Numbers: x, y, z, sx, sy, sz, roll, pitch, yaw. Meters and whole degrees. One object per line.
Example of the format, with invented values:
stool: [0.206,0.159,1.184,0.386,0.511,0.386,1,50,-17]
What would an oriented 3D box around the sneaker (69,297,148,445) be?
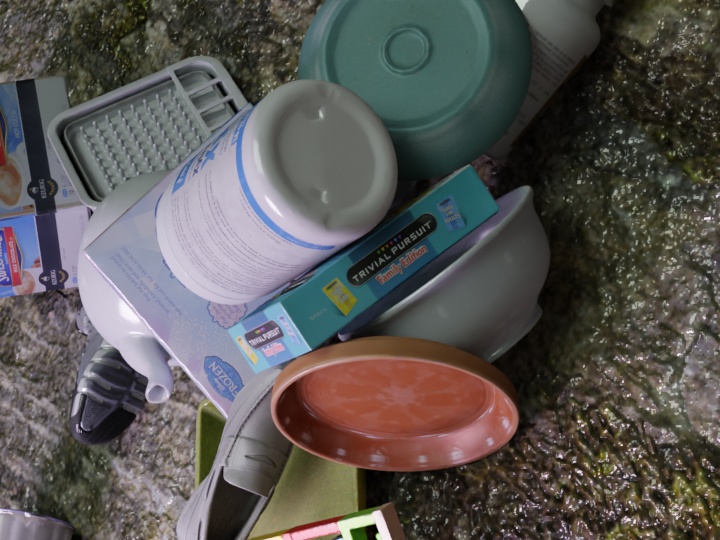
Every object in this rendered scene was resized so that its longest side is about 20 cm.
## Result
sneaker: [-0.263,0.084,1.754,0.115,0.075,0.202,0,61,49]

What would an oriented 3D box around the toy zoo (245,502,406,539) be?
toy zoo: [-0.033,0.276,1.419,0.199,0.020,0.133,-19,92,35]

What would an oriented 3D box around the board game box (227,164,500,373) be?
board game box: [0.000,0.000,1.382,0.199,0.047,0.151,-36,3,-22]

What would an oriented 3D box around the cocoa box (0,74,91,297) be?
cocoa box: [-0.366,-0.091,1.849,0.134,0.130,0.201,96,162,-51]

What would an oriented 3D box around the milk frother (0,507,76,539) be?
milk frother: [-0.402,0.329,1.672,0.179,0.199,0.190,-14,61,43]

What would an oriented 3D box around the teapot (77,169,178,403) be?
teapot: [-0.156,-0.003,1.600,0.145,0.196,0.202,7,108,49]

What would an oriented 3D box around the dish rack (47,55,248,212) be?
dish rack: [-0.209,-0.132,1.760,0.198,0.044,0.172,-24,47,-11]

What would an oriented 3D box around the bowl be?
bowl: [0.085,0.026,1.397,0.200,0.091,0.201,-38,5,4]

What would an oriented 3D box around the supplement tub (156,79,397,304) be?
supplement tub: [-0.070,-0.059,1.368,0.200,0.131,0.133,-30,50,55]

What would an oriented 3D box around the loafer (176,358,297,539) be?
loafer: [-0.094,0.170,1.472,0.202,0.069,0.070,-64,28,12]

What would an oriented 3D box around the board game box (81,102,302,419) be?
board game box: [-0.109,-0.007,1.517,0.199,0.200,0.043,-42,6,-11]

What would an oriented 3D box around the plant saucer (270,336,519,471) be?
plant saucer: [0.028,0.104,1.364,0.199,0.200,0.033,-21,51,35]

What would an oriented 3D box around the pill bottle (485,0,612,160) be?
pill bottle: [0.140,-0.204,1.463,0.200,0.114,0.115,-50,45,11]

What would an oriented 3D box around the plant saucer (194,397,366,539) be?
plant saucer: [-0.063,0.190,1.520,0.198,0.048,0.202,-22,56,35]

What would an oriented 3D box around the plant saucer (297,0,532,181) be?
plant saucer: [0.040,-0.174,1.395,0.198,0.036,0.202,-3,73,11]

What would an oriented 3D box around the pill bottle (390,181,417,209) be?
pill bottle: [0.002,-0.127,1.524,0.106,0.106,0.200,-48,13,15]
